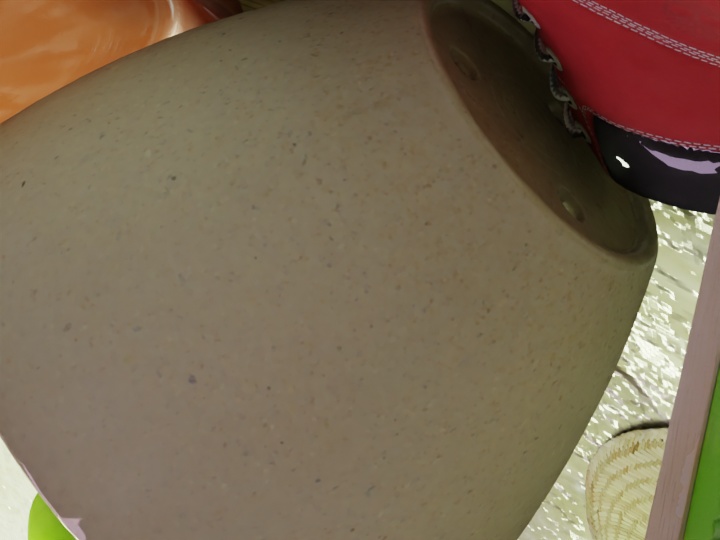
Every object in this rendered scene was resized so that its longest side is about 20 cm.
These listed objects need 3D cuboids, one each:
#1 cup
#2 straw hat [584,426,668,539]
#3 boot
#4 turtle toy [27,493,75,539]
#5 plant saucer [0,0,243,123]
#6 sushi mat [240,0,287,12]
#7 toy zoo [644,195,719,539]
[{"bbox_3d":[0.000,0.000,0.779,0.143,0.200,0.200,-38,97,22],"label":"cup"},{"bbox_3d":[0.130,0.155,0.927,0.201,0.085,0.201,36,153,21],"label":"straw hat"},{"bbox_3d":[0.040,-0.091,0.732,0.200,0.072,0.144,32,152,21],"label":"boot"},{"bbox_3d":[-0.076,0.163,1.110,0.200,0.101,0.146,52,122,18],"label":"turtle toy"},{"bbox_3d":[-0.133,-0.057,0.831,0.200,0.200,0.032,121,138,-64],"label":"plant saucer"},{"bbox_3d":[-0.071,-0.109,0.796,0.200,0.012,0.096,16,163,-28],"label":"sushi mat"},{"bbox_3d":[0.169,0.056,0.657,0.200,0.131,0.020,13,180,28],"label":"toy zoo"}]
